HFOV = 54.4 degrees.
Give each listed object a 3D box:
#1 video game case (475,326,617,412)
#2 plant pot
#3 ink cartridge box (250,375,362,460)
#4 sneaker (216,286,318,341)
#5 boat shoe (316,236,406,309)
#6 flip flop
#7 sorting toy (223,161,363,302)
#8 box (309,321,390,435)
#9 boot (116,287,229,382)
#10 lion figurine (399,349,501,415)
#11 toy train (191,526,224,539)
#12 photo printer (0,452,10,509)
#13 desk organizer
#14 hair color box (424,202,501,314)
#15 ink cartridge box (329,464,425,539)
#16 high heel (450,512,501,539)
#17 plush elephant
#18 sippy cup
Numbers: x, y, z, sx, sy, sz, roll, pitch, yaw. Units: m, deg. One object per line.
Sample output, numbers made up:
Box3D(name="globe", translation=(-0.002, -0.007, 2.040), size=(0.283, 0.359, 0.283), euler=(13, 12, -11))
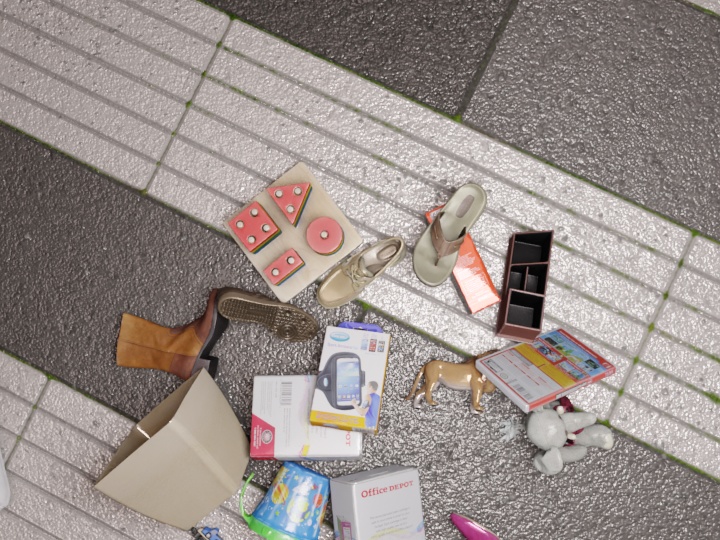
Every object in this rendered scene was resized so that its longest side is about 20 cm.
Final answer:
Box3D(name="video game case", translation=(0.323, 0.168, 1.227), size=(0.199, 0.143, 0.018), euler=(-17, 123, -22))
Box3D(name="plant pot", translation=(-0.309, 0.331, 1.242), size=(0.200, 0.200, 0.177), euler=(-40, 101, 14))
Box3D(name="ink cartridge box", translation=(-0.094, 0.270, 1.282), size=(0.199, 0.086, 0.148), euler=(0, 70, 3))
Box3D(name="sneaker", translation=(-0.172, 0.071, 1.322), size=(0.199, 0.076, 0.071), euler=(22, 110, -21))
Box3D(name="boat shoe", translation=(0.000, 0.000, 1.322), size=(0.200, 0.065, 0.072), euler=(-34, 84, 0))
Box3D(name="flip flop", translation=(0.156, -0.066, 1.221), size=(0.081, 0.058, 0.200), euler=(33, 88, 6))
Box3D(name="sorting toy", translation=(-0.132, -0.076, 1.335), size=(0.198, 0.070, 0.200), euler=(-38, 84, 0))
Box3D(name="box", translation=(-0.014, 0.182, 1.247), size=(0.118, 0.042, 0.201), euler=(6, 66, 6))
Box3D(name="boot", translation=(-0.361, 0.110, 1.350), size=(0.199, 0.068, 0.189), euler=(12, 94, 12))
Box3D(name="lion figurine", translation=(0.177, 0.197, 1.293), size=(0.199, 0.073, 0.123), euler=(5, 68, 10))
Box3D(name="toy train", translation=(-0.327, 0.462, 1.322), size=(0.200, 0.034, 0.046), euler=(42, 76, 7))
Box3D(name="photo printer", translation=(-0.766, 0.386, 1.335), size=(0.166, 0.069, 0.201), euler=(-17, 85, 2))
Box3D(name="desk organizer", translation=(0.298, 0.023, 1.270), size=(0.071, 0.077, 0.201), euler=(11, 70, 4))
Box3D(name="hair color box", translation=(0.186, -0.021, 1.295), size=(0.061, 0.102, 0.201), euler=(-25, 85, 2))
Box3D(name="ink cartridge box", translation=(0.034, 0.458, 1.243), size=(0.144, 0.085, 0.201), euler=(-2, 85, -33))
Box3D(name="high heel", translation=(0.227, 0.525, 1.265), size=(0.200, 0.067, 0.096), euler=(38, 78, -7))
Box3D(name="plush elephant", translation=(0.345, 0.268, 1.233), size=(0.199, 0.155, 0.166), euler=(-17, 84, 1))
Box3D(name="sippy cup", translation=(-0.118, 0.423, 1.269), size=(0.178, 0.139, 0.131), euler=(32, 73, -36))
